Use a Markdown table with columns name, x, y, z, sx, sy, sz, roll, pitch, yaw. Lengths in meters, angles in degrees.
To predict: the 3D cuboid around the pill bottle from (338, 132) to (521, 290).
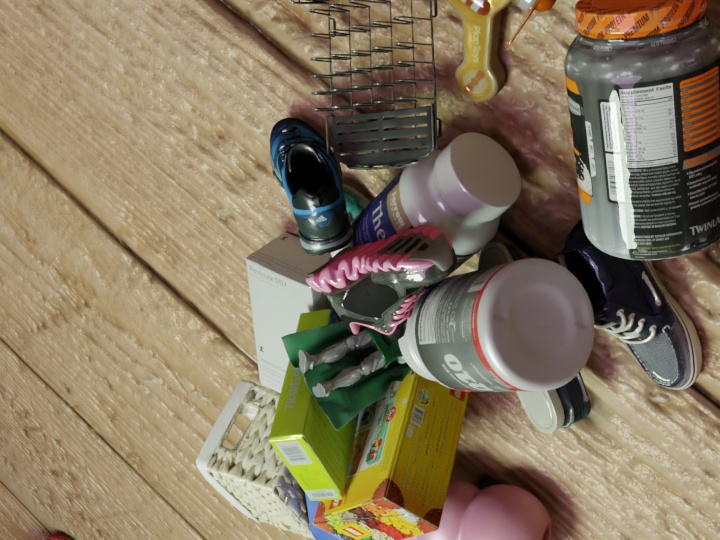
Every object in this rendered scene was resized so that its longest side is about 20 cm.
| name | x | y | z | sx | sy | sz | roll | pitch | yaw |
| --- | --- | --- | --- | --- | --- | --- | --- | --- | --- |
| pill bottle | 0.069 | -0.050 | 0.978 | 0.111 | 0.111 | 0.200 | 50 | 139 | 2 |

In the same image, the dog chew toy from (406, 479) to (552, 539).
| name | x | y | z | sx | sy | sz | roll | pitch | yaw |
| --- | --- | --- | --- | --- | --- | --- | --- | --- | --- |
| dog chew toy | 0.123 | 0.307 | 1.161 | 0.199 | 0.125 | 0.125 | 10 | 125 | 24 |

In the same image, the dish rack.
| name | x | y | z | sx | sy | sz | roll | pitch | yaw |
| --- | --- | --- | --- | --- | --- | --- | --- | --- | --- |
| dish rack | 0.007 | -0.197 | 0.930 | 0.153 | 0.054 | 0.201 | 2 | 96 | 43 |

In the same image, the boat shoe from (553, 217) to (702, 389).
| name | x | y | z | sx | sy | sz | roll | pitch | yaw |
| --- | --- | --- | --- | --- | --- | --- | --- | --- | --- |
| boat shoe | 0.243 | 0.041 | 0.899 | 0.075 | 0.093 | 0.201 | -20 | 104 | 48 |

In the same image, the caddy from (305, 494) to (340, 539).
| name | x | y | z | sx | sy | sz | roll | pitch | yaw |
| --- | --- | --- | --- | --- | --- | --- | --- | --- | --- |
| caddy | 0.012 | 0.297 | 1.260 | 0.105 | 0.141 | 0.201 | 23 | 132 | 36 |

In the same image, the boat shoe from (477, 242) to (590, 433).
| name | x | y | z | sx | sy | sz | roll | pitch | yaw |
| --- | --- | --- | --- | --- | --- | --- | --- | --- | --- |
| boat shoe | 0.180 | 0.062 | 0.991 | 0.075 | 0.062 | 0.201 | -40 | 68 | 61 |

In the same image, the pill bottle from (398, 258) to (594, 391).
| name | x | y | z | sx | sy | sz | roll | pitch | yaw |
| --- | --- | --- | --- | --- | --- | --- | --- | --- | --- |
| pill bottle | 0.117 | 0.056 | 0.908 | 0.114 | 0.114 | 0.200 | 57 | 159 | -6 |

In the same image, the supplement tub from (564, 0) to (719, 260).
| name | x | y | z | sx | sy | sz | roll | pitch | yaw |
| --- | --- | --- | --- | --- | --- | --- | --- | --- | --- |
| supplement tub | 0.229 | -0.120 | 0.774 | 0.122 | 0.122 | 0.201 | 9 | 123 | 38 |

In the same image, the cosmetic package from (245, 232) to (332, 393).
| name | x | y | z | sx | sy | sz | roll | pitch | yaw |
| --- | --- | --- | --- | --- | --- | --- | --- | --- | --- |
| cosmetic package | -0.071 | 0.066 | 1.213 | 0.113 | 0.081 | 0.201 | 21 | 131 | 33 |

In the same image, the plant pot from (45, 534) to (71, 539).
| name | x | y | z | sx | sy | sz | roll | pitch | yaw |
| --- | --- | --- | --- | --- | --- | --- | --- | --- | --- |
| plant pot | -0.695 | 0.704 | 2.163 | 0.200 | 0.182 | 0.201 | 24 | 133 | 29 |

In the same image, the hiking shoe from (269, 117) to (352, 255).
| name | x | y | z | sx | sy | sz | roll | pitch | yaw |
| --- | --- | --- | --- | --- | --- | --- | --- | --- | --- |
| hiking shoe | -0.053 | -0.110 | 1.023 | 0.087 | 0.074 | 0.200 | 81 | 169 | -47 |

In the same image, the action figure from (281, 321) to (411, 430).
| name | x | y | z | sx | sy | sz | roll | pitch | yaw |
| --- | --- | --- | --- | --- | --- | --- | --- | --- | --- |
| action figure | 0.030 | 0.077 | 1.047 | 0.118 | 0.199 | 0.055 | 58 | 153 | 18 |

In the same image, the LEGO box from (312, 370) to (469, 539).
| name | x | y | z | sx | sy | sz | roll | pitch | yaw |
| --- | --- | --- | --- | --- | --- | --- | --- | --- | --- |
| LEGO box | 0.039 | 0.201 | 1.110 | 0.077 | 0.201 | 0.149 | 32 | 144 | -19 |

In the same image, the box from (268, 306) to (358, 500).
| name | x | y | z | sx | sy | sz | roll | pitch | yaw |
| --- | --- | --- | --- | --- | --- | --- | --- | --- | --- |
| box | -0.041 | 0.140 | 1.096 | 0.047 | 0.201 | 0.122 | -9 | 133 | 21 |

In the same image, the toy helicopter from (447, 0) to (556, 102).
| name | x | y | z | sx | sy | sz | roll | pitch | yaw |
| --- | --- | --- | --- | --- | --- | --- | --- | --- | --- |
| toy helicopter | 0.116 | -0.233 | 0.852 | 0.132 | 0.079 | 0.201 | 18 | 140 | 22 |

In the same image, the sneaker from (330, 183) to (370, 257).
| name | x | y | z | sx | sy | sz | roll | pitch | yaw |
| --- | --- | --- | --- | --- | --- | --- | --- | --- | --- |
| sneaker | 0.000 | 0.000 | 1.100 | 0.071 | 0.080 | 0.201 | -16 | 107 | 47 |

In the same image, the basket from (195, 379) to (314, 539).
| name | x | y | z | sx | sy | sz | roll | pitch | yaw |
| --- | --- | --- | --- | --- | --- | --- | --- | --- | --- |
| basket | -0.107 | 0.259 | 1.306 | 0.123 | 0.136 | 0.200 | 14 | 152 | 27 |

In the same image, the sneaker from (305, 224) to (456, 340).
| name | x | y | z | sx | sy | sz | roll | pitch | yaw |
| --- | --- | --- | --- | --- | --- | --- | --- | --- | --- |
| sneaker | 0.031 | 0.018 | 0.920 | 0.200 | 0.079 | 0.096 | -13 | 106 | 58 |
